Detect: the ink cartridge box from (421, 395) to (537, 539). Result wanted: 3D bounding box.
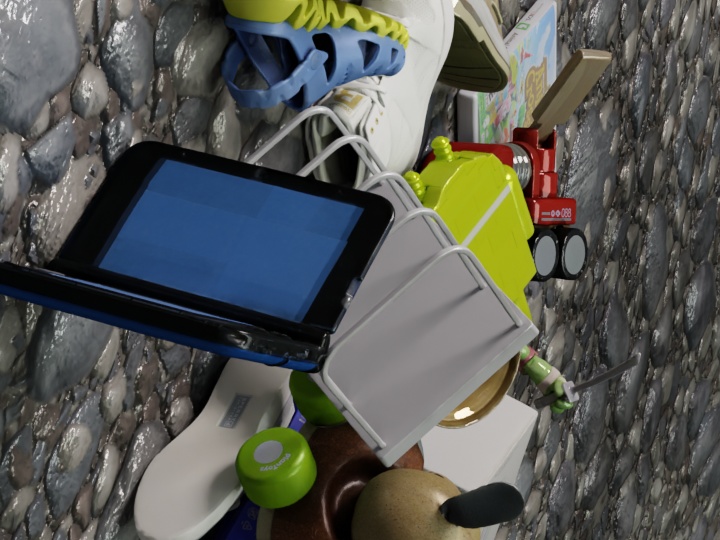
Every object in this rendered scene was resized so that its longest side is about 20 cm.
[{"bbox_3d":[0.046,0.193,1.831,0.125,0.128,0.201,-47,159,-47],"label":"ink cartridge box"}]

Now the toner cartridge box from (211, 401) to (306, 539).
[{"bbox_3d":[-0.057,0.155,1.668,0.201,0.043,0.095,-60,-176,-30],"label":"toner cartridge box"}]

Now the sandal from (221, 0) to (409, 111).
[{"bbox_3d":[-0.038,-0.153,1.544,0.199,0.079,0.088,3,103,-54],"label":"sandal"}]

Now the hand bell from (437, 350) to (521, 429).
[{"bbox_3d":[0.019,0.042,1.643,0.104,0.200,0.105,-10,108,-34],"label":"hand bell"}]

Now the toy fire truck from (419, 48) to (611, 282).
[{"bbox_3d":[0.135,-0.092,1.895,0.176,0.128,0.202,-2,96,-53],"label":"toy fire truck"}]

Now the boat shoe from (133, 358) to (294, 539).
[{"bbox_3d":[-0.101,0.139,1.592,0.201,0.072,0.069,-65,155,-44],"label":"boat shoe"}]

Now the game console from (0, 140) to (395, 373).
[{"bbox_3d":[-0.107,-0.019,1.310,0.171,0.199,0.119,18,86,-66],"label":"game console"}]

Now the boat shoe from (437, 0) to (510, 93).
[{"bbox_3d":[0.086,-0.204,1.787,0.200,0.074,0.069,58,41,-71],"label":"boat shoe"}]

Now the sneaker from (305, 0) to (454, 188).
[{"bbox_3d":[0.013,-0.148,1.661,0.116,0.073,0.201,-36,137,-60],"label":"sneaker"}]

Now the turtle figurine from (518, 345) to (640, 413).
[{"bbox_3d":[0.111,0.121,1.932,0.144,0.200,0.195,-25,136,-42],"label":"turtle figurine"}]

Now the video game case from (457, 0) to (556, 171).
[{"bbox_3d":[0.137,-0.121,2.018,0.182,0.022,0.201,-50,146,-45],"label":"video game case"}]

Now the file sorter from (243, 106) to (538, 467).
[{"bbox_3d":[-0.005,0.001,1.503,0.139,0.200,0.125,-41,137,-2],"label":"file sorter"}]

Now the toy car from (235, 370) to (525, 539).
[{"bbox_3d":[0.039,0.167,1.546,0.158,0.199,0.165,-56,140,-35],"label":"toy car"}]

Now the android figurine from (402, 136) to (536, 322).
[{"bbox_3d":[0.082,-0.011,1.746,0.182,0.041,0.201,-52,133,-34],"label":"android figurine"}]
